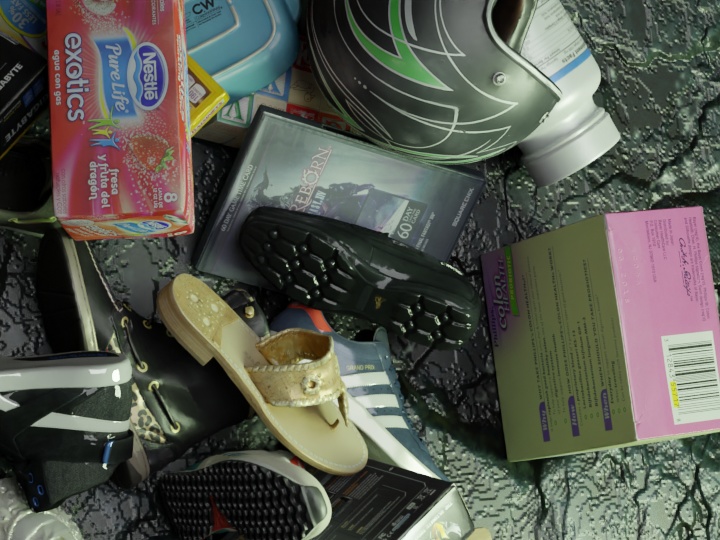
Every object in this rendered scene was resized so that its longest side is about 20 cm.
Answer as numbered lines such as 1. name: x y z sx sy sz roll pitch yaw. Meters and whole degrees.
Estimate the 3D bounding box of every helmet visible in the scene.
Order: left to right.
1. helmet: 0.057 -0.177 1.732 0.198 0.200 0.193 6 83 -26

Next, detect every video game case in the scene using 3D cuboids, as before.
1. video game case: -0.016 -0.039 1.789 0.199 0.019 0.144 15 114 -25

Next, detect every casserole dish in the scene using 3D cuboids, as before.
1. casserole dish: -0.140 -0.178 1.740 0.199 0.039 0.122 -26 81 -4

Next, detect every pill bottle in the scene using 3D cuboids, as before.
1. pill bottle: 0.129 -0.174 1.881 0.112 0.112 0.201 -35 99 -27

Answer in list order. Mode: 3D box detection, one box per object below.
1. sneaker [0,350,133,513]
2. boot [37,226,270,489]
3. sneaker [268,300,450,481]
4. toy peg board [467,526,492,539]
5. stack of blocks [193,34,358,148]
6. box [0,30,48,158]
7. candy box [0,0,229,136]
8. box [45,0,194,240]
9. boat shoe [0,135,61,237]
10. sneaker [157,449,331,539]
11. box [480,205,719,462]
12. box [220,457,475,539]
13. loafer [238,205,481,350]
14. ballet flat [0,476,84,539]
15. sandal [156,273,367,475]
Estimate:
1. sneaker: -0.262 0.120 1.635 0.198 0.073 0.113 -2 99 1
2. boot: -0.151 0.047 1.721 0.150 0.073 0.202 -21 93 -28
3. sneaker: 0.011 0.096 1.795 0.200 0.075 0.085 45 68 -14
4. toy peg board: 0.048 0.312 1.765 0.198 0.098 0.201 -7 85 -27
5. stack of blocks: -0.032 -0.118 1.818 0.198 0.058 0.116 13 75 -25
6. box: -0.339 -0.107 1.623 0.159 0.049 0.200 30 64 19
7. candy box: -0.203 -0.163 1.706 0.200 0.026 0.102 44 87 7
8. box: -0.172 -0.129 1.636 0.095 0.100 0.202 -3 81 0
9. boat shoe: -0.245 -0.064 1.699 0.200 0.060 0.073 1 81 -27
10. sneaker: -0.067 0.157 1.679 0.093 0.199 0.071 -24 97 -34
11. box: 0.194 0.054 1.825 0.096 0.200 0.178 -5 83 -28
12. box: -0.036 0.222 1.696 0.200 0.158 0.049 -42 122 -29
13. loafer: 0.000 0.000 1.768 0.199 0.068 0.071 23 31 -8
14. ballet flat: -0.211 0.232 1.665 0.072 0.072 0.201 -37 98 -27
15. sandal: -0.052 0.068 1.683 0.211 0.070 0.078 42 32 -18
